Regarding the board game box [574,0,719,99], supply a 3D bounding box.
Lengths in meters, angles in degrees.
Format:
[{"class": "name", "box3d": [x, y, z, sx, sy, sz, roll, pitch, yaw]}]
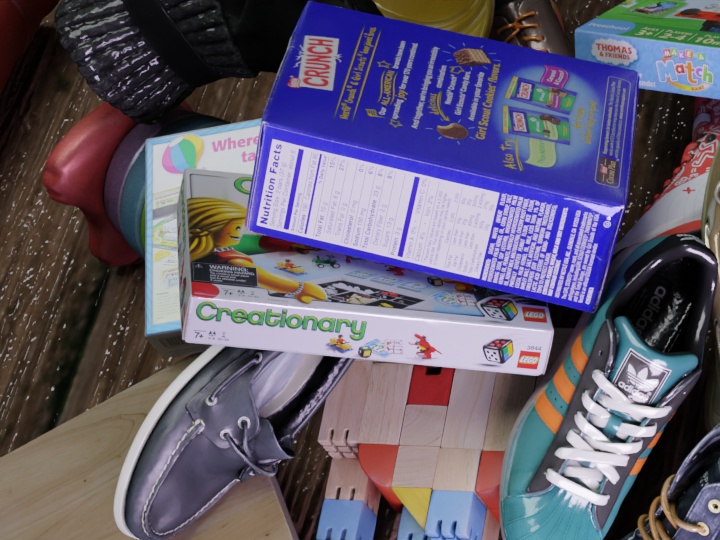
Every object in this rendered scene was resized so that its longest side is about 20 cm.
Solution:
[{"class": "board game box", "box3d": [0.243, -0.151, 1.638, 0.151, 0.037, 0.200, 11, 27, 36]}]

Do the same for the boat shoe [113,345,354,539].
[{"class": "boat shoe", "box3d": [-0.056, 0.078, 1.540, 0.066, 0.075, 0.200, 32, 74, 38]}]

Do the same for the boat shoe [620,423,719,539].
[{"class": "boat shoe", "box3d": [0.173, 0.136, 1.446, 0.199, 0.091, 0.071, -29, 43, 4]}]

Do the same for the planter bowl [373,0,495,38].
[{"class": "planter bowl", "box3d": [0.023, -0.223, 1.741, 0.199, 0.201, 0.083, 13, 41, 37]}]

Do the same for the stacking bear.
[{"class": "stacking bear", "box3d": [-0.084, -0.029, 1.733, 0.200, 0.122, 0.114, 32, 74, 36]}]

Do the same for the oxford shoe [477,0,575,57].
[{"class": "oxford shoe", "box3d": [0.104, -0.127, 1.732, 0.071, 0.073, 0.201, -26, 44, 6]}]

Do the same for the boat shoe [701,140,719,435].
[{"class": "boat shoe", "box3d": [0.222, 0.003, 1.510, 0.073, 0.063, 0.202, 8, 73, 1]}]

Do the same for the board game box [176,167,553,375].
[{"class": "board game box", "box3d": [0.000, 0.000, 1.510, 0.198, 0.035, 0.127, 6, 34, -10]}]

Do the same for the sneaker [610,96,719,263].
[{"class": "sneaker", "box3d": [0.207, -0.049, 1.613, 0.201, 0.067, 0.108, -31, 42, -3]}]

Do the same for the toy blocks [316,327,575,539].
[{"class": "toy blocks", "box3d": [0.054, 0.103, 1.553, 0.199, 0.100, 0.138, 1, 64, 22]}]

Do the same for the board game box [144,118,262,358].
[{"class": "board game box", "box3d": [-0.030, -0.030, 1.637, 0.199, 0.034, 0.135, -9, 63, 14]}]

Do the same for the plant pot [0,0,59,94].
[{"class": "plant pot", "box3d": [-0.330, -0.149, 1.927, 0.200, 0.201, 0.196, 1, 61, 30]}]

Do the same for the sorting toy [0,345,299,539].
[{"class": "sorting toy", "box3d": [-0.131, 0.172, 1.603, 0.199, 0.070, 0.199, -28, 44, 4]}]

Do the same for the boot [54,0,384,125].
[{"class": "boot", "box3d": [-0.070, -0.130, 1.702, 0.158, 0.211, 0.080, -38, 21, 16]}]

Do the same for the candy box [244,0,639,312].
[{"class": "candy box", "box3d": [0.047, -0.067, 1.522, 0.199, 0.077, 0.169, 14, 30, 2]}]

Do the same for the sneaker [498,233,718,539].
[{"class": "sneaker", "box3d": [0.133, 0.068, 1.469, 0.201, 0.071, 0.080, -66, 7, -13]}]
